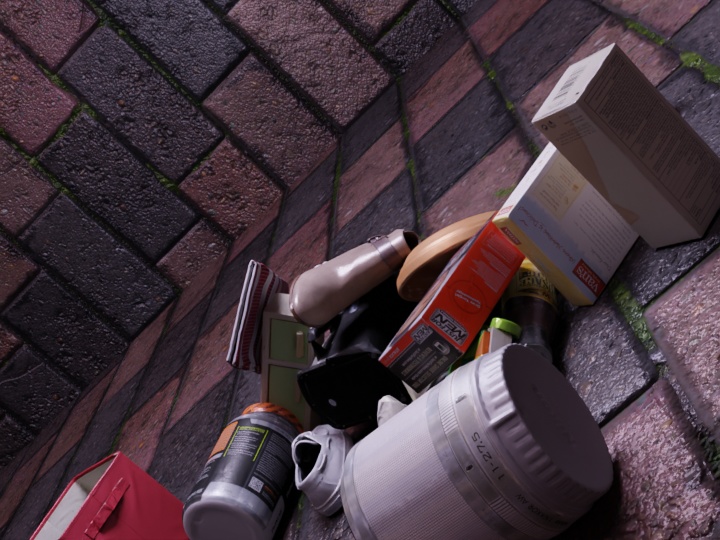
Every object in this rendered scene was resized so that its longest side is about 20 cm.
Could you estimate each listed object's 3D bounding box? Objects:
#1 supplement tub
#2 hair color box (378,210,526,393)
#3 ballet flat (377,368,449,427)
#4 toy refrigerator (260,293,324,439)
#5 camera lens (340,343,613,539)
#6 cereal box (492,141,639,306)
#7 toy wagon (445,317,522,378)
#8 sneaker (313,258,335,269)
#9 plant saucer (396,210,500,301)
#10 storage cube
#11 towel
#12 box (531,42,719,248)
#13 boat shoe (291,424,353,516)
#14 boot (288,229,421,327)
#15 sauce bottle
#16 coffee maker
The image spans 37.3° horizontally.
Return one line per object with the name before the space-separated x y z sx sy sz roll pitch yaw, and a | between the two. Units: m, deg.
supplement tub | -0.149 0.278 1.428 0.122 0.123 0.200 -36 17 35
hair color box | 0.108 0.032 1.167 0.200 0.061 0.102 -52 2 -42
ballet flat | 0.063 0.156 1.253 0.200 0.068 0.068 -51 -1 -20
toy refrigerator | -0.096 0.140 1.502 0.070 0.076 0.201 -59 -24 -64
camera lens | 0.094 0.177 0.921 0.200 0.160 0.160 -40 16 25
cereal box | 0.253 -0.080 1.193 0.200 0.144 0.039 -51 15 -20
toy wagon | 0.113 0.131 1.134 0.200 0.039 0.156 135 156 -79
sneaker | 0.019 0.026 1.573 0.082 0.200 0.075 -27 66 27
plant saucer | 0.135 -0.021 1.349 0.199 0.038 0.200 -20 -20 -7
storage cube | -0.377 0.411 1.613 0.200 0.180 0.171 -33 19 45
towel | -0.138 0.070 1.481 0.200 0.023 0.145 51 -130 -79
box | 0.285 -0.125 1.106 0.095 0.200 0.078 -52 16 -24
boat shoe | -0.056 0.241 1.367 0.072 0.068 0.200 -43 15 14
boot | 0.000 0.000 1.362 0.146 0.070 0.200 -29 7 19
sauce bottle | 0.191 0.048 1.195 0.066 0.066 0.200 -41 19 22
coffee maker | 0.032 0.100 1.428 0.191 0.135 0.200 -1 33 15
